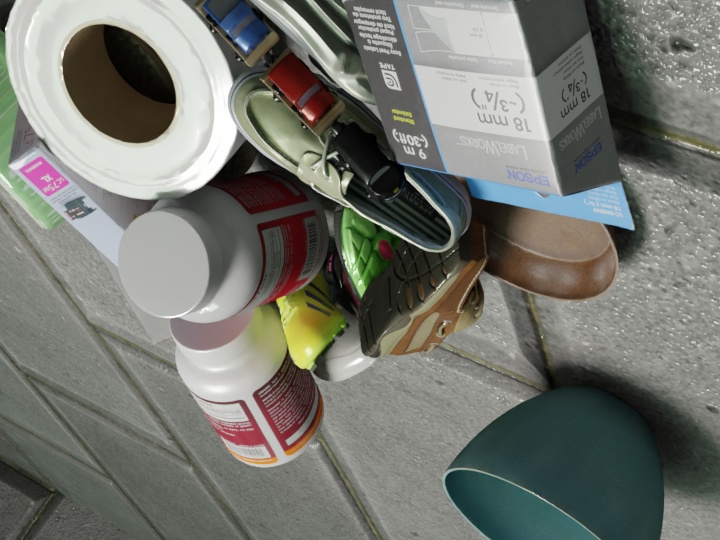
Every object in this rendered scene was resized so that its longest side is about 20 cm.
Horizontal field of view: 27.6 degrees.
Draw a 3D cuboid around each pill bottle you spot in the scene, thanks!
[{"bbox_3d":[-0.114,-0.019,1.222,0.111,0.113,0.200,28,-161,17],"label":"pill bottle"},{"bbox_3d":[-0.112,0.096,1.420,0.112,0.113,0.201,22,154,30],"label":"pill bottle"}]

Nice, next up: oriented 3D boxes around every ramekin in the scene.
[{"bbox_3d":[-0.329,-0.135,1.413,0.200,0.098,0.200,45,172,8],"label":"ramekin"}]

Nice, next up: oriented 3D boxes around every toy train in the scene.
[{"bbox_3d":[-0.042,-0.123,0.993,0.200,0.034,0.046,47,-177,7],"label":"toy train"}]

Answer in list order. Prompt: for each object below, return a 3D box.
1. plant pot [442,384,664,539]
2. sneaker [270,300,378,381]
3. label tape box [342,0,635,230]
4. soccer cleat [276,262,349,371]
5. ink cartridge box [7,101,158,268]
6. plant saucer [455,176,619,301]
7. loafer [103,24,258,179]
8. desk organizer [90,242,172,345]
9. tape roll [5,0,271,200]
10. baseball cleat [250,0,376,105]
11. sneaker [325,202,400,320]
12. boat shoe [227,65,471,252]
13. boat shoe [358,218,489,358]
[{"bbox_3d":[0.191,0.183,1.303,0.199,0.135,0.201,31,158,14],"label":"plant pot"},{"bbox_3d":[-0.058,0.052,1.488,0.199,0.075,0.100,15,152,42],"label":"sneaker"},{"bbox_3d":[0.082,-0.101,0.925,0.143,0.063,0.202,15,136,42],"label":"label tape box"},{"bbox_3d":[-0.057,0.032,1.359,0.084,0.065,0.200,40,-168,-12],"label":"soccer cleat"},{"bbox_3d":[-0.216,-0.070,1.254,0.042,0.120,0.200,-30,128,21],"label":"ink cartridge box"},{"bbox_3d":[0.109,-0.054,1.081,0.199,0.035,0.201,31,159,13],"label":"plant saucer"},{"bbox_3d":[-0.161,-0.157,1.209,0.200,0.068,0.076,44,127,-5],"label":"loafer"},{"bbox_3d":[-0.232,-0.031,1.575,0.071,0.077,0.201,-20,110,26],"label":"desk organizer"},{"bbox_3d":[-0.170,-0.158,1.121,0.200,0.071,0.204,13,127,17],"label":"tape roll"},{"bbox_3d":[-0.046,-0.188,0.993,0.201,0.070,0.106,52,173,-11],"label":"baseball cleat"},{"bbox_3d":[0.000,0.000,1.297,0.083,0.077,0.201,21,153,23],"label":"sneaker"},{"bbox_3d":[-0.006,-0.082,1.041,0.198,0.072,0.062,29,-164,-3],"label":"boat shoe"},{"bbox_3d":[0.061,0.014,1.169,0.073,0.077,0.200,8,156,-18],"label":"boat shoe"}]
